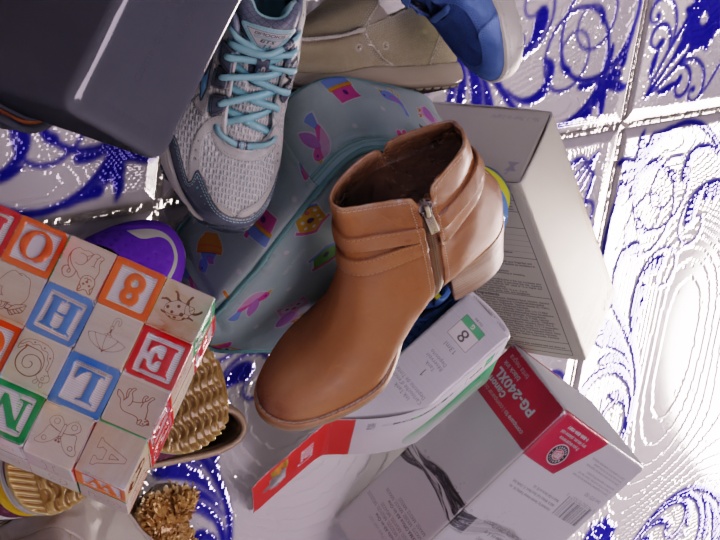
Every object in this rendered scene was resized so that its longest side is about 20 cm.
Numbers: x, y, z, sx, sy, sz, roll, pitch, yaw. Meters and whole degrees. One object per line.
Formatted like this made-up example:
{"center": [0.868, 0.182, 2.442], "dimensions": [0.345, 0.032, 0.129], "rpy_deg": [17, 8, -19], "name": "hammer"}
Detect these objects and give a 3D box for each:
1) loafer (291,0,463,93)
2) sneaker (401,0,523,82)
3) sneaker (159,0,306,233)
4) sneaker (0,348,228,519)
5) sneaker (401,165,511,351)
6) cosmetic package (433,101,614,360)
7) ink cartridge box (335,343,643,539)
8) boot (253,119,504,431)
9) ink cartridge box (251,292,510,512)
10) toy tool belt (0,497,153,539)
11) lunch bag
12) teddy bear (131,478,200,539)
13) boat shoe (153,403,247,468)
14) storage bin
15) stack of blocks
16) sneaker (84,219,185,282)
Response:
{"center": [-0.021, -0.144, 1.232], "dimensions": [0.199, 0.075, 0.069], "rpy_deg": [-6, 87, -41], "name": "loafer"}
{"center": [0.012, -0.189, 1.183], "dimensions": [0.111, 0.077, 0.201], "rpy_deg": [-31, 92, -27], "name": "sneaker"}
{"center": [-0.071, -0.124, 1.106], "dimensions": [0.077, 0.086, 0.202], "rpy_deg": [4, 84, -22], "name": "sneaker"}
{"center": [-0.164, 0.091, 1.132], "dimensions": [0.199, 0.090, 0.076], "rpy_deg": [-20, 98, -52], "name": "sneaker"}
{"center": [0.036, 0.013, 1.326], "dimensions": [0.201, 0.066, 0.079], "rpy_deg": [-56, -177, 38], "name": "sneaker"}
{"center": [0.111, -0.027, 1.406], "dimensions": [0.073, 0.103, 0.201], "rpy_deg": [-61, 145, -32], "name": "cosmetic package"}
{"center": [0.099, 0.173, 1.479], "dimensions": [0.200, 0.084, 0.145], "rpy_deg": [-44, 141, 9], "name": "ink cartridge box"}
{"center": [0.000, 0.000, 1.147], "dimensions": [0.200, 0.074, 0.155], "rpy_deg": [-42, 154, -9], "name": "boot"}
{"center": [0.012, 0.109, 1.331], "dimensions": [0.200, 0.050, 0.161], "rpy_deg": [-43, 172, -11], "name": "ink cartridge box"}
{"center": [-0.173, 0.224, 1.197], "dimensions": [0.201, 0.122, 0.125], "rpy_deg": [56, 26, -27], "name": "toy tool belt"}
{"center": [-0.022, -0.032, 1.227], "dimensions": [0.160, 0.077, 0.200], "rpy_deg": [7, 132, -50], "name": "lunch bag"}
{"center": [-0.142, 0.235, 1.298], "dimensions": [0.144, 0.067, 0.202], "rpy_deg": [-10, 116, -43], "name": "teddy bear"}
{"center": [-0.156, 0.095, 1.207], "dimensions": [0.199, 0.064, 0.072], "rpy_deg": [-5, 113, -47], "name": "boat shoe"}
{"center": [-0.134, -0.157, 1.044], "dimensions": [0.145, 0.134, 0.201], "rpy_deg": [29, 88, -51], "name": "storage bin"}
{"center": [-0.190, 0.034, 1.016], "dimensions": [0.059, 0.199, 0.116], "rpy_deg": [103, 11, -71], "name": "stack of blocks"}
{"center": [-0.170, 0.024, 1.112], "dimensions": [0.200, 0.099, 0.070], "rpy_deg": [-33, 90, -33], "name": "sneaker"}
